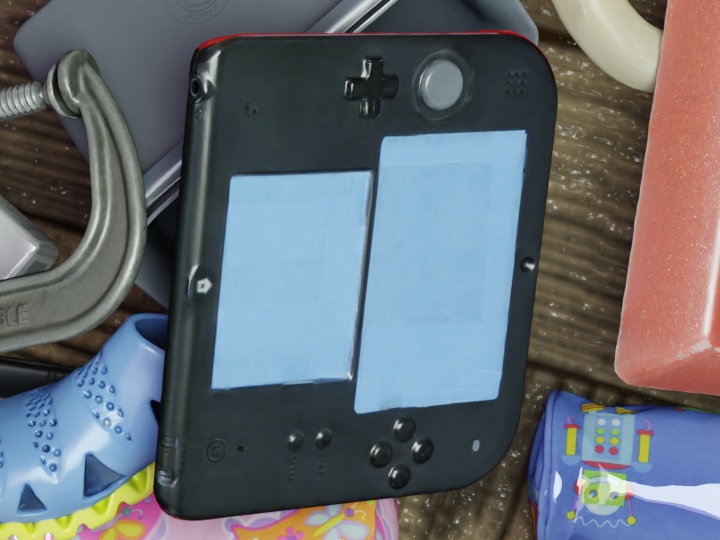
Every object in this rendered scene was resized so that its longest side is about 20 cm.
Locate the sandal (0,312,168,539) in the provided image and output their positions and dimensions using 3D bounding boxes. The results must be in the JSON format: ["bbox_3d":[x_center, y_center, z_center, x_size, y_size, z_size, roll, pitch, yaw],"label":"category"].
[{"bbox_3d":[-0.094,0.052,1.238,0.200,0.080,0.087,-17,132,-14],"label":"sandal"}]

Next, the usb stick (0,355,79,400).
[{"bbox_3d":[-0.099,0.076,1.328,0.200,0.033,0.056,8,87,1],"label":"usb stick"}]

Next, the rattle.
[{"bbox_3d":[0.127,-0.114,1.315,0.200,0.143,0.130,31,50,-35],"label":"rattle"}]

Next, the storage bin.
[{"bbox_3d":[-0.043,-0.093,1.283,0.200,0.146,0.134,-40,63,2],"label":"storage bin"}]

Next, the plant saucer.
[{"bbox_3d":[0.215,-0.038,1.270,0.200,0.037,0.200,8,91,-27],"label":"plant saucer"}]

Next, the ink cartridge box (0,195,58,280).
[{"bbox_3d":[-0.264,0.011,1.310,0.176,0.045,0.200,40,92,10],"label":"ink cartridge box"}]

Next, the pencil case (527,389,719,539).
[{"bbox_3d":[0.173,0.098,1.294,0.200,0.087,0.078,5,89,2],"label":"pencil case"}]

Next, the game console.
[{"bbox_3d":[0.000,0.000,1.203,0.177,0.031,0.200,-5,107,-38],"label":"game console"}]

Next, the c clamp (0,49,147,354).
[{"bbox_3d":[-0.174,-0.042,1.239,0.200,0.027,0.171,-5,76,29],"label":"c clamp"}]

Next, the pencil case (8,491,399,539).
[{"bbox_3d":[-0.082,0.125,1.280,0.200,0.087,0.088,0,91,5],"label":"pencil case"}]
